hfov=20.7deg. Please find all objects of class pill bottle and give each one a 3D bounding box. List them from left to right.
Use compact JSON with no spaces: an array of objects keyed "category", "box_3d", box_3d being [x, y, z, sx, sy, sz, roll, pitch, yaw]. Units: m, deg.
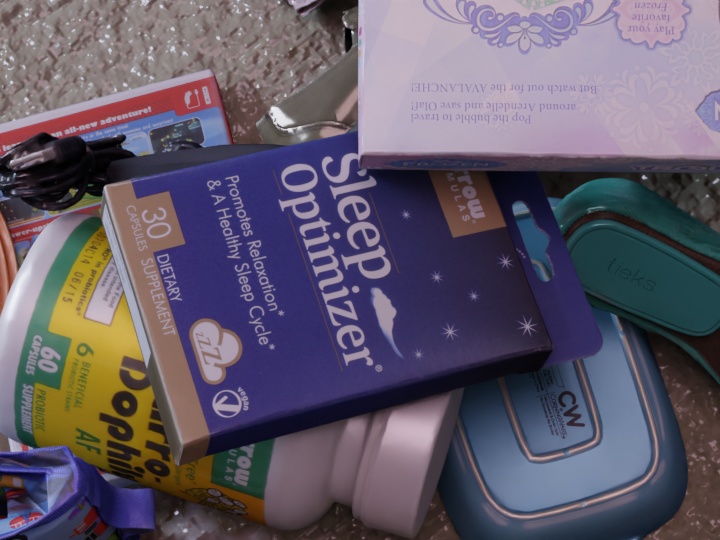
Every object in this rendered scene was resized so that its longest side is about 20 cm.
[{"category":"pill bottle","box_3d":[-0.058,0.052,0.896,0.199,0.113,0.113,17,72,9]}]

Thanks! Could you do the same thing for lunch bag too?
[{"category":"lunch bag","box_3d":[-0.188,0.128,0.874,0.199,0.151,0.095,-10,69,0]}]

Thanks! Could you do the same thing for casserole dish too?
[{"category":"casserole dish","box_3d":[0.084,0.048,0.947,0.120,0.039,0.201,-16,70,-2]}]

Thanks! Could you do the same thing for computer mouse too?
[{"category":"computer mouse","box_3d":[-0.060,-0.039,0.916,0.199,0.138,0.053,16,98,8]}]

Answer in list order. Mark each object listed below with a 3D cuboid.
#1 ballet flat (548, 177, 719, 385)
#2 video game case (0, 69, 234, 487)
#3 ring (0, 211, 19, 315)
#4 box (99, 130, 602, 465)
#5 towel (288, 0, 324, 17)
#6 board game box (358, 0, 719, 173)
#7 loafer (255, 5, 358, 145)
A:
[{"category":"ballet flat","box_3d":[0.176,0.014,0.930,0.199,0.067,0.071,31,29,-12]},{"category":"video game case","box_3d":[-0.118,0.007,0.986,0.142,0.017,0.201,-15,70,-2]},{"category":"ring","box_3d":[-0.266,0.020,0.980,0.199,0.019,0.202,-3,71,8]},{"category":"box","box_3d":[0.000,0.000,0.845,0.199,0.032,0.122,-13,68,-17]},{"category":"towel","box_3d":[0.028,-0.240,0.982,0.032,0.191,0.201,27,70,-16]},{"category":"board game box","box_3d":[0.098,-0.143,0.842,0.199,0.043,0.200,1,82,-1]},{"category":"loafer","box_3d":[0.022,-0.119,0.993,0.070,0.075,0.200,39,77,12]}]
